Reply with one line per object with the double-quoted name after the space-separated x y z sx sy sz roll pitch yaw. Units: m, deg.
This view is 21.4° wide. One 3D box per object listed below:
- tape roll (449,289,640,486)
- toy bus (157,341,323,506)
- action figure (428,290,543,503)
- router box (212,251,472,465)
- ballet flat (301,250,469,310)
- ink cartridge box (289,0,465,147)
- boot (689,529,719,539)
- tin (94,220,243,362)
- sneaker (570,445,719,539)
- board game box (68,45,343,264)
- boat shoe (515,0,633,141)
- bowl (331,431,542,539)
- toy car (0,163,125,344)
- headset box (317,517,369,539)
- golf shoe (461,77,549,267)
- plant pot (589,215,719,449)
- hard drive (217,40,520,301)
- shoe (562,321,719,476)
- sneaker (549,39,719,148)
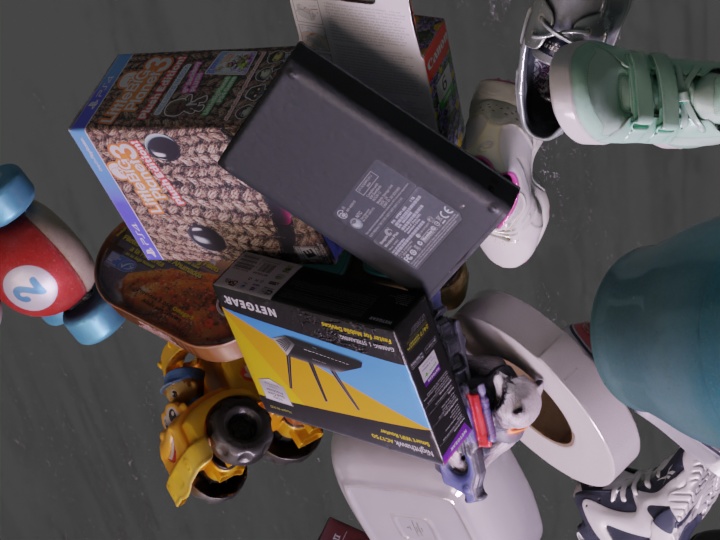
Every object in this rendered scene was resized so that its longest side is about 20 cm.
0.157 0.102 1.655 0.203 0.037 0.203 43 162 18 "tape roll"
-0.120 0.095 1.768 0.192 0.200 0.136 56 151 11 "toy bus"
0.082 0.084 1.639 0.193 0.104 0.201 15 119 49 "action figure"
-0.015 0.071 1.574 0.200 0.051 0.149 13 137 39 "router box"
0.000 0.000 1.678 0.199 0.069 0.063 14 153 20 "ballet flat"
0.014 -0.162 1.480 0.109 0.050 0.200 11 140 23 "ink cartridge box"
0.382 0.214 1.704 0.199 0.069 0.174 4 133 23 "boot"
-0.154 0.012 1.733 0.200 0.112 0.042 26 165 33 "tin"
0.253 0.198 1.742 0.129 0.079 0.200 33 132 27 "sneaker"
-0.114 -0.095 1.606 0.199 0.097 0.160 1 137 32 "board game box"
0.151 -0.169 1.359 0.070 0.072 0.201 20 144 11 "boat shoe"
0.069 0.232 1.915 0.199 0.075 0.200 5 140 30 "bowl"
-0.360 0.025 1.798 0.185 0.200 0.177 54 163 -27 "toy car"
0.014 0.365 2.114 0.199 0.075 0.149 22 144 7 "headset box"
0.105 -0.059 1.513 0.075 0.092 0.200 13 143 18 "golf shoe"
0.284 0.048 1.454 0.200 0.200 0.188 47 155 -25 "plant pot"
0.003 -0.072 1.452 0.200 0.033 0.140 33 138 -7 "hard drive"
0.266 0.083 1.610 0.200 0.071 0.091 38 109 23 "shoe"
0.219 -0.126 1.307 0.118 0.074 0.200 -8 174 39 "sneaker"
